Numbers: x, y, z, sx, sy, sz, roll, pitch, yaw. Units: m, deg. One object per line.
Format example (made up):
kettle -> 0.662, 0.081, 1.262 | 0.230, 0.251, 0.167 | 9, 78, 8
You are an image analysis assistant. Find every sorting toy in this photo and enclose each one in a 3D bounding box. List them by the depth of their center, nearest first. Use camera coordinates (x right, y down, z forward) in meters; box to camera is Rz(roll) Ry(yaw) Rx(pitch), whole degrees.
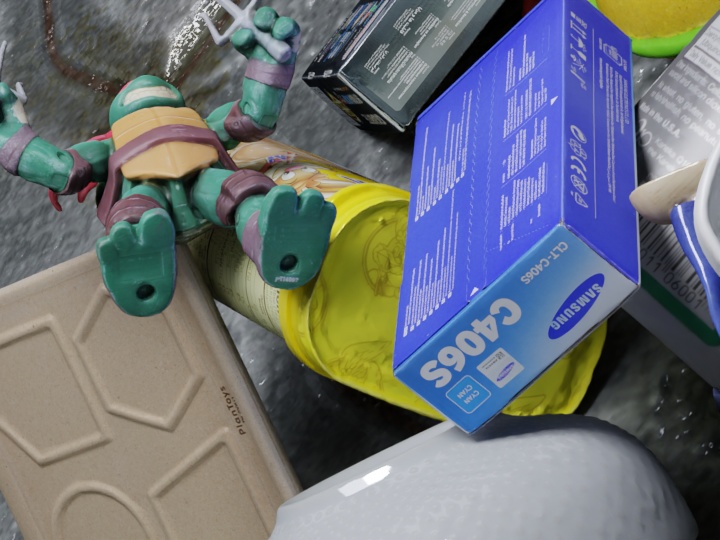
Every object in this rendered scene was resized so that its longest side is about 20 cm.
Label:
sorting toy -> -0.106, 0.082, 1.402 | 0.199, 0.186, 0.036 | -20, 8, 44

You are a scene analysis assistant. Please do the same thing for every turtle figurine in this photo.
turtle figurine -> -0.084, -0.055, 1.284 | 0.149, 0.101, 0.200 | -26, 35, -3

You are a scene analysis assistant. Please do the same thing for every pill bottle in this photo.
pill bottle -> 0.176, -0.057, 1.214 | 0.200, 0.113, 0.113 | -49, 31, 3

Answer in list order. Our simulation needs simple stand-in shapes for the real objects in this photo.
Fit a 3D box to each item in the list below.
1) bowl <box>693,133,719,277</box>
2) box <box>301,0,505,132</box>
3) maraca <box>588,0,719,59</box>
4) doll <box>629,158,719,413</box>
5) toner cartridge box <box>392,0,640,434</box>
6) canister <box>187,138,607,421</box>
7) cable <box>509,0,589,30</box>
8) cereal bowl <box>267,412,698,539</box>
bowl -> 0.230, -0.028, 1.061 | 0.200, 0.199, 0.075 | -54, -2, -14
box -> 0.054, -0.161, 1.495 | 0.200, 0.046, 0.159 | -52, 8, -3
maraca -> 0.179, -0.179, 1.343 | 0.200, 0.107, 0.137 | -52, 39, -1
doll -> 0.161, 0.061, 1.102 | 0.048, 0.136, 0.201 | -24, 72, 23
toner cartridge box -> 0.063, -0.029, 1.180 | 0.095, 0.043, 0.200 | -44, 20, 26
canister -> 0.000, 0.000, 1.350 | 0.200, 0.148, 0.087 | 27, 96, 61
cable -> 0.086, -0.087, 1.424 | 0.097, 0.050, 0.201 | -15, 45, 49
cereal bowl -> 0.027, 0.110, 1.165 | 0.199, 0.084, 0.200 | -25, -1, 0
